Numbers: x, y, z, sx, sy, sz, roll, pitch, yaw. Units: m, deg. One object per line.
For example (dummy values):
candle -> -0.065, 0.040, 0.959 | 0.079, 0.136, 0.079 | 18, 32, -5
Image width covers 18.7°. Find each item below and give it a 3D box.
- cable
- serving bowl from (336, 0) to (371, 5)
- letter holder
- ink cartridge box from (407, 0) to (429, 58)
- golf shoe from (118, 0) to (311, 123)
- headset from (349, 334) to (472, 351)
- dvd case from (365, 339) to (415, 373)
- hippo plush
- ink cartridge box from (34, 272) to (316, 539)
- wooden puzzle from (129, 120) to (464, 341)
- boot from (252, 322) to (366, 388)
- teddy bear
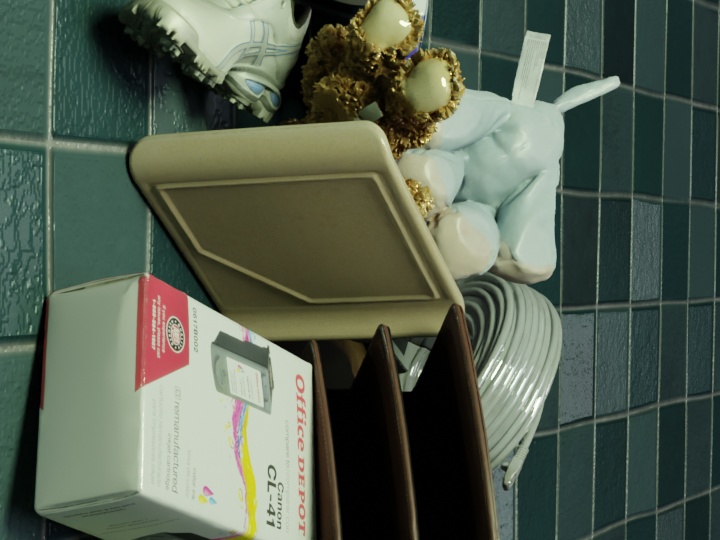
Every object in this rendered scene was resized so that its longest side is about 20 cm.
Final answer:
cable -> 0.077, 0.093, 1.762 | 0.069, 0.200, 0.200 | 35, 66, -23
serving bowl -> -0.050, -0.243, 1.484 | 0.066, 0.200, 0.200 | -52, 150, -2
letter holder -> 0.020, 0.132, 1.456 | 0.142, 0.101, 0.200 | 114, -25, -51
ink cartridge box -> 0.028, -0.187, 1.654 | 0.198, 0.043, 0.200 | 97, 3, -67
golf shoe -> -0.092, -0.170, 1.458 | 0.097, 0.078, 0.200 | -58, 163, 3
headset -> 0.000, 0.000, 1.619 | 0.200, 0.124, 0.094 | 27, 92, -23
dvd case -> 0.004, -0.035, 1.746 | 0.200, 0.025, 0.150 | 53, 43, -40
hippo plush -> 0.064, -0.077, 1.636 | 0.159, 0.161, 0.200 | 27, 70, -26
ink cartridge box -> -0.113, 0.104, 1.394 | 0.200, 0.086, 0.148 | 30, 52, -52
wooden puzzle -> -0.039, -0.027, 1.486 | 0.200, 0.185, 0.037 | 65, 31, -45
boot -> -0.038, 0.066, 1.669 | 0.200, 0.074, 0.075 | 42, 26, -56
teddy bear -> 0.008, -0.105, 1.497 | 0.067, 0.145, 0.200 | -30, 149, -42
